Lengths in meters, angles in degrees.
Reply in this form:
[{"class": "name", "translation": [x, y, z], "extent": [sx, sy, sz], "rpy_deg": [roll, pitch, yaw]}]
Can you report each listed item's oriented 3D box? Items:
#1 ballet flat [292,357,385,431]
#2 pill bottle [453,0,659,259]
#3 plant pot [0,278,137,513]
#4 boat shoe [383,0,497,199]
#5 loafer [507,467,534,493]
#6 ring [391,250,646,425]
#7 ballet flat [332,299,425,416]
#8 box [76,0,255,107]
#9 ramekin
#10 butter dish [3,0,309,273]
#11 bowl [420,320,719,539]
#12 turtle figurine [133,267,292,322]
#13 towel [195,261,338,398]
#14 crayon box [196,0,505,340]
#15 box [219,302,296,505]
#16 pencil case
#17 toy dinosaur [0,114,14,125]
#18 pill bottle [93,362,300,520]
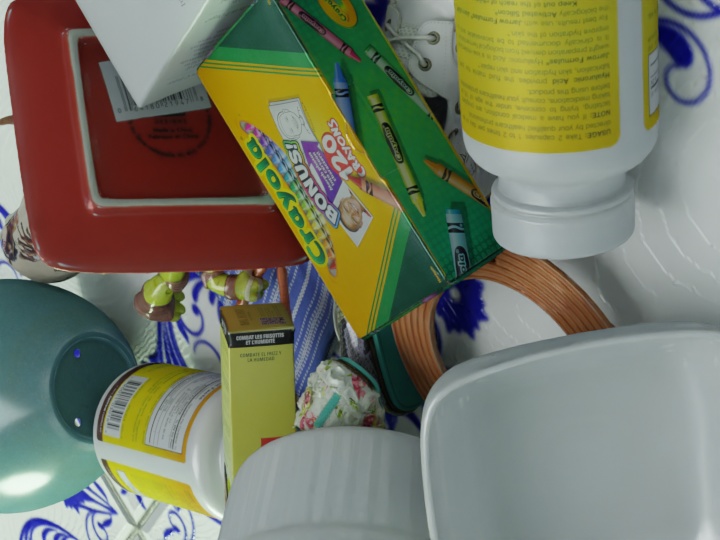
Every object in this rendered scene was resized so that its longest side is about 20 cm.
[{"class": "ballet flat", "translation": [-0.017, 0.121, 1.228], "extent": [0.075, 0.064, 0.201], "rpy_deg": [32, 161, 20]}, {"class": "pill bottle", "translation": [0.107, -0.114, 0.968], "extent": [0.111, 0.111, 0.202], "rpy_deg": [20, 123, 45]}, {"class": "plant pot", "translation": [-0.260, 0.102, 1.498], "extent": [0.134, 0.199, 0.202], "rpy_deg": [-8, 102, 45]}, {"class": "boat shoe", "translation": [0.042, -0.126, 1.081], "extent": [0.070, 0.069, 0.202], "rpy_deg": [18, 123, 46]}, {"class": "loafer", "translation": [0.118, 0.177, 1.128], "extent": [0.073, 0.071, 0.202], "rpy_deg": [5, 123, 46]}, {"class": "ring", "translation": [0.099, 0.058, 1.125], "extent": [0.199, 0.019, 0.202], "rpy_deg": [29, 138, 30]}, {"class": "ballet flat", "translation": [0.000, 0.000, 1.205], "extent": [0.072, 0.072, 0.203], "rpy_deg": [12, 118, 48]}, {"class": "box", "translation": [-0.073, -0.214, 1.111], "extent": [0.107, 0.151, 0.200], "rpy_deg": [58, 143, 10]}, {"class": "ramekin", "translation": [-0.001, 0.187, 1.151], "extent": [0.201, 0.198, 0.099], "rpy_deg": [124, 159, -49]}, {"class": "butter dish", "translation": [-0.149, -0.073, 1.223], "extent": [0.148, 0.198, 0.202], "rpy_deg": [134, 129, -59]}, {"class": "bowl", "translation": [0.135, 0.123, 1.026], "extent": [0.075, 0.197, 0.202], "rpy_deg": [-100, -1, -71]}, {"class": "turtle figurine", "translation": [-0.131, -0.019, 1.333], "extent": [0.201, 0.064, 0.161], "rpy_deg": [57, 146, 9]}, {"class": "towel", "translation": [-0.084, -0.012, 1.346], "extent": [0.200, 0.024, 0.146], "rpy_deg": [48, 141, 24]}, {"class": "crayon box", "translation": [-0.007, -0.070, 1.072], "extent": [0.201, 0.058, 0.119], "rpy_deg": [58, 148, 1]}, {"class": "box", "translation": [-0.071, 0.129, 1.255], "extent": [0.075, 0.049, 0.203], "rpy_deg": [-130, 38, -75]}, {"class": "pencil case", "translation": [-0.241, -0.065, 1.468], "extent": [0.089, 0.078, 0.200], "rpy_deg": [36, 141, -1]}, {"class": "toy dinosaur", "translation": [-0.201, -0.080, 1.304], "extent": [0.201, 0.058, 0.102], "rpy_deg": [67, -166, -52]}, {"class": "pill bottle", "translation": [-0.117, 0.135, 1.395], "extent": [0.199, 0.109, 0.111], "rpy_deg": [6, 114, 51]}]
